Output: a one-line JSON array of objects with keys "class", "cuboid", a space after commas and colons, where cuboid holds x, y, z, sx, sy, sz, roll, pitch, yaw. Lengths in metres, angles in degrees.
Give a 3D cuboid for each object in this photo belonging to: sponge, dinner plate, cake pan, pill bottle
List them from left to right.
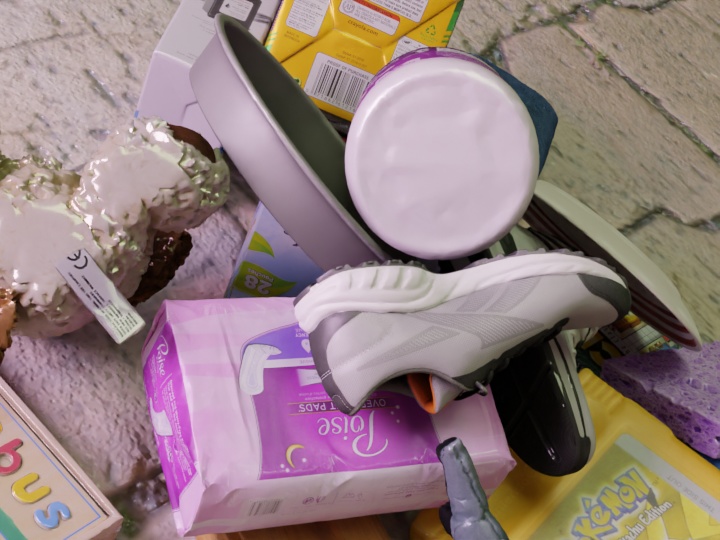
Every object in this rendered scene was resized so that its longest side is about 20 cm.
[{"class": "cake pan", "cuboid": [-0.037, -0.067, 0.754, 0.201, 0.037, 0.200, 52, 10, -13]}, {"class": "pill bottle", "cuboid": [0.048, -0.081, 0.763, 0.111, 0.113, 0.200, 25, 12, -4]}, {"class": "dinner plate", "cuboid": [0.172, -0.014, 0.882, 0.200, 0.024, 0.200, 40, 1, -1]}, {"class": "sponge", "cuboid": [0.283, 0.085, 0.897, 0.198, 0.030, 0.111, -7, 23, -35]}]

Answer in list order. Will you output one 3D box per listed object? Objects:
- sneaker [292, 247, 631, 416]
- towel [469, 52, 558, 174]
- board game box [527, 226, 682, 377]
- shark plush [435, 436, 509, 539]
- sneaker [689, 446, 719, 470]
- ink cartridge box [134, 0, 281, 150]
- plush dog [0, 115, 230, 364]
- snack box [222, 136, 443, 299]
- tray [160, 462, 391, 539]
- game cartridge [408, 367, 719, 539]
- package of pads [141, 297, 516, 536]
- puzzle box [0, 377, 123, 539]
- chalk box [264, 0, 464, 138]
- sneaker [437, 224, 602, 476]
[{"class": "sneaker", "cuboid": [0.062, 0.036, 0.673, 0.198, 0.074, 0.080, -7, 72, -23]}, {"class": "towel", "cuboid": [0.107, -0.109, 1.056, 0.111, 0.049, 0.200, 30, 39, 0]}, {"class": "board game box", "cuboid": [0.186, 0.043, 0.960, 0.104, 0.024, 0.200, -24, 62, -42]}, {"class": "shark plush", "cuboid": [0.096, 0.180, 0.659, 0.091, 0.083, 0.202, -9, 77, -58]}, {"class": "sneaker", "cuboid": [0.259, 0.139, 0.865, 0.078, 0.066, 0.200, 41, 41, 13]}, {"class": "ink cartridge box", "cuboid": [-0.113, -0.157, 0.925, 0.066, 0.116, 0.201, 21, 39, -7]}, {"class": "plush dog", "cuboid": [-0.183, -0.010, 0.697, 0.198, 0.172, 0.162, 11, 79, -7]}, {"class": "snack box", "cuboid": [0.000, 0.000, 0.861, 0.167, 0.068, 0.201, 23, 42, -8]}, {"class": "tray", "cuboid": [-0.028, 0.168, 0.690, 0.098, 0.037, 0.201, -8, 53, -36]}, {"class": "game cartridge", "cuboid": [0.158, 0.168, 0.753, 0.200, 0.033, 0.176, 38, 56, 20]}, {"class": "package of pads", "cuboid": [-0.017, 0.078, 0.692, 0.198, 0.076, 0.121, -1, 58, -27]}, {"class": "puzzle box", "cuboid": [-0.238, 0.098, 0.650, 0.200, 0.026, 0.133, 43, 41, 17]}, {"class": "chalk box", "cuboid": [-0.011, -0.168, 0.958, 0.123, 0.125, 0.200, 22, 0, -8]}, {"class": "sneaker", "cuboid": [0.134, 0.041, 0.792, 0.114, 0.076, 0.202, 3, 46, -25]}]
